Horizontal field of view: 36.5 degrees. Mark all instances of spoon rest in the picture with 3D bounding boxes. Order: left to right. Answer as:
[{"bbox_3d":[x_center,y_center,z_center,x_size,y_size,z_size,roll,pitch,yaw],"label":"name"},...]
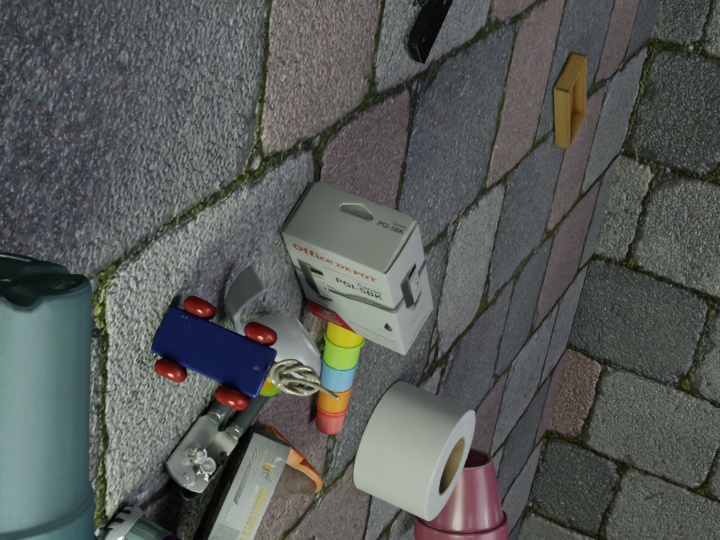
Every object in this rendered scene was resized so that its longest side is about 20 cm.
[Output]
[{"bbox_3d":[-0.101,0.070,1.240,0.060,0.100,0.200,-33,143,0],"label":"spoon rest"}]

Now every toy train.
[{"bbox_3d":[-0.100,0.103,1.094,0.085,0.199,0.116,-66,164,-9],"label":"toy train"}]

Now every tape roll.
[{"bbox_3d":[0.095,0.306,1.863,0.203,0.139,0.203,-51,153,-39],"label":"tape roll"}]

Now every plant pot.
[{"bbox_3d":[-0.259,0.094,0.712,0.200,0.199,0.197,-12,113,-66],"label":"plant pot"},{"bbox_3d":[0.210,0.473,2.269,0.200,0.199,0.180,-20,113,-64],"label":"plant pot"}]

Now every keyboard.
[{"bbox_3d":[0.105,-0.375,1.416,0.127,0.021,0.201,56,56,-72],"label":"keyboard"}]

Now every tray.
[{"bbox_3d":[0.432,-0.347,2.250,0.099,0.037,0.200,-62,159,-21],"label":"tray"}]

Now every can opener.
[{"bbox_3d":[-0.155,0.169,1.245,0.200,0.053,0.066,-55,-170,-31],"label":"can opener"}]

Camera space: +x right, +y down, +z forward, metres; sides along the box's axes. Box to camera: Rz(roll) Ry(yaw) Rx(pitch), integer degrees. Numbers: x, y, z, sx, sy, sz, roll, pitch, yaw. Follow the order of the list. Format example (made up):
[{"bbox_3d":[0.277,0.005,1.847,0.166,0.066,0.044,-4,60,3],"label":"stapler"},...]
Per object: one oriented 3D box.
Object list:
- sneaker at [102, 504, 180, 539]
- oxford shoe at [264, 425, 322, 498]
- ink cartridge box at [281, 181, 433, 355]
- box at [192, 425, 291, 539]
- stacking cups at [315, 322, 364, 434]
[{"bbox_3d":[-0.218,0.337,1.168,0.074,0.087,0.201,-53,154,-38],"label":"sneaker"},{"bbox_3d":[-0.107,0.265,1.439,0.073,0.071,0.200,-45,150,-9],"label":"oxford shoe"},{"bbox_3d":[0.000,0.000,1.321,0.083,0.146,0.200,-58,156,-23],"label":"ink cartridge box"},{"bbox_3d":[-0.147,0.280,1.257,0.158,0.048,0.201,157,-43,-78],"label":"box"},{"bbox_3d":[-0.028,0.137,1.510,0.061,0.060,0.201,-44,149,-50],"label":"stacking cups"}]
